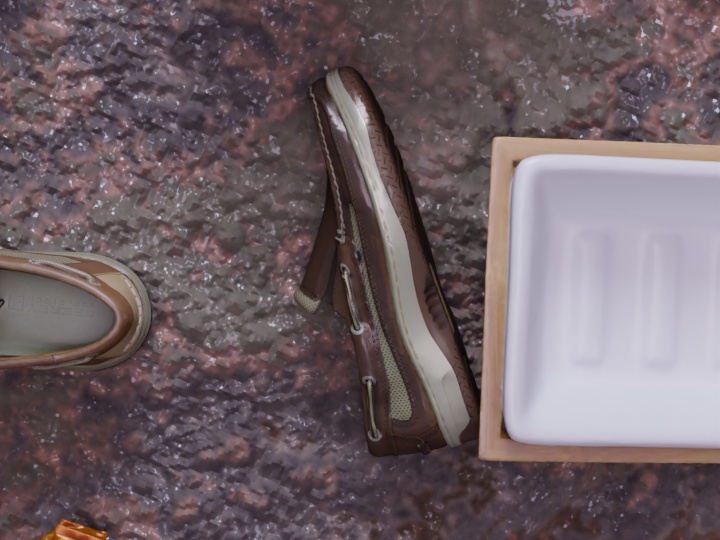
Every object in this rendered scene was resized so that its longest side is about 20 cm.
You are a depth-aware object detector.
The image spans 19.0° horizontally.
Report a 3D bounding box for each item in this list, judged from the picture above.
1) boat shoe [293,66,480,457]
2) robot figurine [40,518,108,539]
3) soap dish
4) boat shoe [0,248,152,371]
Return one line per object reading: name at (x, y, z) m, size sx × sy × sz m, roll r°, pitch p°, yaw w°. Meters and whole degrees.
boat shoe at (0.000, 0.001, 1.099) m, size 0.074 × 0.075 × 0.204 m, roll -18°, pitch 92°, yaw 6°
robot figurine at (-0.210, 0.216, 1.111) m, size 0.144 × 0.058 × 0.201 m, roll 19°, pitch 91°, yaw 0°
soap dish at (0.154, 0.016, 1.081) m, size 0.199 × 0.081 × 0.159 m, roll 2°, pitch 92°, yaw -12°
boat shoe at (-0.208, 0.018, 1.096) m, size 0.199 × 0.074 × 0.076 m, roll -2°, pitch 92°, yaw 0°
